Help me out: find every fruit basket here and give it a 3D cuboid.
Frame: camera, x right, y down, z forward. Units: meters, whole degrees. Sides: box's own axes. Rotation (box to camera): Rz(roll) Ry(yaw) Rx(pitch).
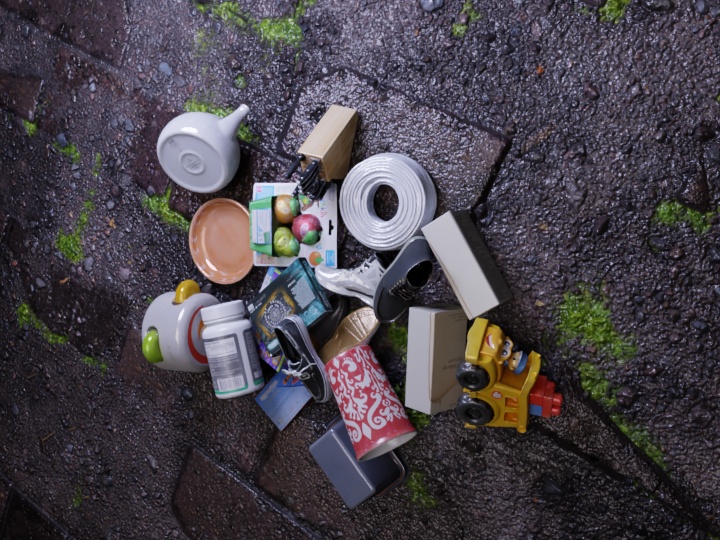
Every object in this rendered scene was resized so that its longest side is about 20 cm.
[{"bbox_3d":[-0.147,-0.098,1.581,0.199,0.094,0.187,4,97,23],"label":"fruit basket"}]

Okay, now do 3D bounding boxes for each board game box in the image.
[{"bbox_3d":[-0.155,0.268,1.663,0.103,0.019,0.200,46,113,14],"label":"board game box"},{"bbox_3d":[-0.180,0.106,1.633,0.134,0.045,0.201,33,109,30],"label":"board game box"},{"bbox_3d":[-0.158,0.082,1.565,0.200,0.028,0.136,-39,71,32],"label":"board game box"}]

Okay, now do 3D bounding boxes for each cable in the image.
[{"bbox_3d":[0.054,-0.142,1.487,0.200,0.069,0.200,-42,77,24],"label":"cable"}]

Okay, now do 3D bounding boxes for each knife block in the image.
[{"bbox_3d":[-0.084,-0.243,1.486,0.064,0.175,0.201,17,103,23],"label":"knife block"}]

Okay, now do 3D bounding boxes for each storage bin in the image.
[{"bbox_3d":[-0.005,0.398,1.539,0.145,0.134,0.200,-43,78,24],"label":"storage bin"}]

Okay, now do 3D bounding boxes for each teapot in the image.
[{"bbox_3d":[-0.356,-0.282,1.641,0.198,0.147,0.198,12,135,6],"label":"teapot"}]

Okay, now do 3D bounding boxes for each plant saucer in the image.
[{"bbox_3d":[-0.314,-0.070,1.697,0.199,0.037,0.202,3,97,27],"label":"plant saucer"}]

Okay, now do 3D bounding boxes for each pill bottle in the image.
[{"bbox_3d":[-0.288,0.174,1.611,0.112,0.113,0.202,-11,92,27],"label":"pill bottle"}]

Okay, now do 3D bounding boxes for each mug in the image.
[{"bbox_3d":[0.015,0.273,1.485,0.133,0.178,0.201,-25,70,-3],"label":"mug"}]

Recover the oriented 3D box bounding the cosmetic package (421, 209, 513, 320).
[{"bbox_3d":[0.209,-0.014,1.406,0.073,0.103,0.201,-32,80,26],"label":"cosmetic package"}]

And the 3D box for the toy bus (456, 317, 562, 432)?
[{"bbox_3d":[0.282,0.204,1.349,0.191,0.136,0.201,8,129,20],"label":"toy bus"}]

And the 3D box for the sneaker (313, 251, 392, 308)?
[{"bbox_3d":[0.000,0.000,1.518,0.199,0.076,0.116,21,115,14],"label":"sneaker"}]

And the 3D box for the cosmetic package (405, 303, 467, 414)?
[{"bbox_3d":[0.151,0.172,1.438,0.073,0.103,0.202,9,101,48],"label":"cosmetic package"}]

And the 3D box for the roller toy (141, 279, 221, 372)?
[{"bbox_3d":[-0.399,0.140,1.682,0.139,0.183,0.201,1,63,28],"label":"roller toy"}]

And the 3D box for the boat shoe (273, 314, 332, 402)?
[{"bbox_3d":[-0.123,0.194,1.507,0.073,0.068,0.201,-7,108,38],"label":"boat shoe"}]

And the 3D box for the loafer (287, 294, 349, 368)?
[{"bbox_3d":[-0.091,0.140,1.579,0.073,0.072,0.201,31,97,18],"label":"loafer"}]

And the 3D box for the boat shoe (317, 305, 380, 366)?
[{"bbox_3d":[-0.020,0.156,1.560,0.200,0.069,0.071,-45,54,15],"label":"boat shoe"}]

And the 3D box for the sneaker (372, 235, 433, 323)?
[{"bbox_3d":[0.079,0.036,1.414,0.074,0.106,0.201,22,113,-9],"label":"sneaker"}]
